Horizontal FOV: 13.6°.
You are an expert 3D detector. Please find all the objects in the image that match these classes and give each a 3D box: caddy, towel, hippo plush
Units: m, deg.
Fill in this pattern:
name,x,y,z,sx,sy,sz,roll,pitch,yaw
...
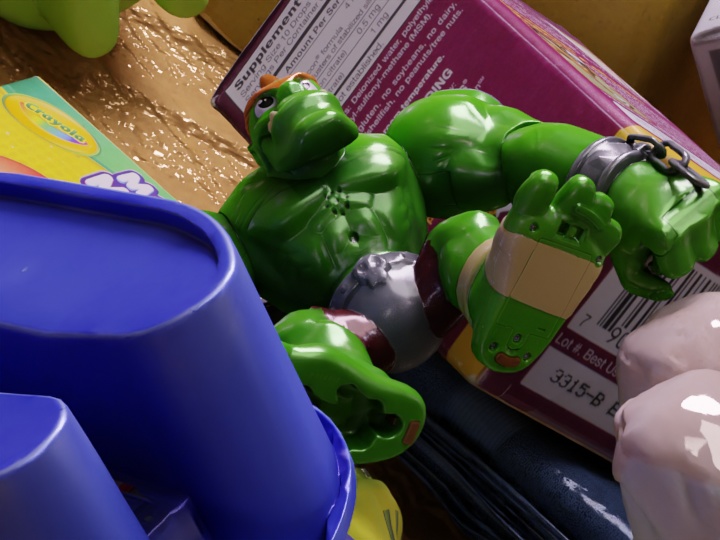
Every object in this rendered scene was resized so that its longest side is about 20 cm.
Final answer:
name,x,y,z,sx,sy,sz,roll,pitch,yaw
caddy,-0.095,0.055,0.802,0.200,0.105,0.141,11,42,44
towel,0.057,0.070,1.072,0.200,0.049,0.112,41,13,20
hippo plush,0.103,0.111,0.940,0.200,0.161,0.160,25,39,-44

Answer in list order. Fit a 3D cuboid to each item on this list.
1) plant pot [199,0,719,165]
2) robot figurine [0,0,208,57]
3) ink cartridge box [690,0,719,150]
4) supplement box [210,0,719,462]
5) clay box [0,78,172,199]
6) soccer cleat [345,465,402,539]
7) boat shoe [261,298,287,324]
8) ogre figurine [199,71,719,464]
name,x,y,z,sx,sy,sz,roll,pitch,yaw
plant pot,0.087,-0.154,1.288,0.195,0.200,0.194,38,32,16
robot figurine,-0.135,-0.178,1.222,0.175,0.116,0.200,-25,55,-18
ink cartridge box,0.196,-0.042,1.245,0.043,0.201,0.174,-11,22,22
supplement box,0.058,-0.028,1.073,0.131,0.103,0.200,29,13,-42
clay box,-0.127,-0.004,1.027,0.115,0.048,0.200,41,34,18
soccer cleat,-0.012,0.107,0.908,0.084,0.065,0.200,61,4,1
boat shoe,-0.066,0.059,0.964,0.067,0.072,0.200,14,29,31
ogre figurine,0.000,0.000,0.932,0.098,0.200,0.120,51,-3,-37
